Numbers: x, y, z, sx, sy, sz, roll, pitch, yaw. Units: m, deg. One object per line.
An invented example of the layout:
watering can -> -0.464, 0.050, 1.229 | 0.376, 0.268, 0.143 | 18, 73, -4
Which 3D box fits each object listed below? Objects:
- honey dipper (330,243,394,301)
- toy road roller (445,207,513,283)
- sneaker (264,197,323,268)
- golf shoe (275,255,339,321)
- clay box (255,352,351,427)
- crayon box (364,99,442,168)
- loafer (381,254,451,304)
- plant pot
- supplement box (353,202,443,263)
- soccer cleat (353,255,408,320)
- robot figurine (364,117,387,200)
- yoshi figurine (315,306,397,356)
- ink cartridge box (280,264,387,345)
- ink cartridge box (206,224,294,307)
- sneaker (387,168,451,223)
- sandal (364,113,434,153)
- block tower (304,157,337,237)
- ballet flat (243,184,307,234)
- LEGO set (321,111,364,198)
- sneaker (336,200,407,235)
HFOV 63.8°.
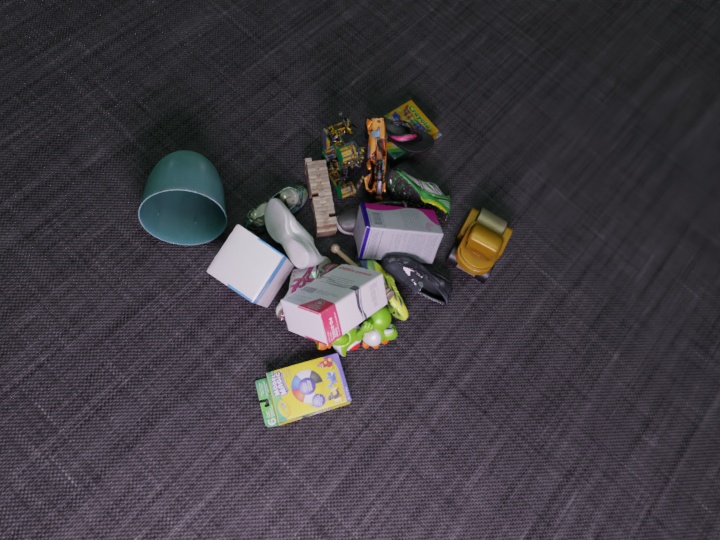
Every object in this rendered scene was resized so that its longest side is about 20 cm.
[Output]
honey dipper -> 0.000, 0.000, 1.393 | 0.038, 0.038, 0.200 | -39, 68, -21
toy road roller -> 0.314, -0.080, 1.471 | 0.122, 0.146, 0.201 | 29, 66, 4
sneaker -> -0.160, -0.089, 1.405 | 0.088, 0.075, 0.201 | -7, 59, -53
golf shoe -> -0.141, 0.040, 1.397 | 0.091, 0.073, 0.200 | 31, 57, 22
clay box -> -0.130, 0.271, 1.310 | 0.197, 0.048, 0.116 | -14, 70, -15
crayon box -> 0.127, -0.392, 1.624 | 0.199, 0.052, 0.126 | -35, 77, -21
loafer -> 0.139, 0.022, 1.422 | 0.199, 0.068, 0.071 | 26, 46, -16
plant pot -> -0.417, -0.185, 1.382 | 0.197, 0.202, 0.163 | -1, 55, -9
supplement box -> 0.091, -0.092, 1.438 | 0.197, 0.104, 0.102 | 3, 41, -14
soccer cleat -> 0.062, 0.032, 1.431 | 0.083, 0.065, 0.201 | -34, 76, -22
robot figurine -> 0.041, -0.284, 1.502 | 0.057, 0.145, 0.203 | 2, 91, 3
yoshi figurine -> -0.009, 0.127, 1.359 | 0.197, 0.112, 0.114 | -3, 61, -13
ink cartridge box -> -0.057, 0.071, 1.312 | 0.144, 0.085, 0.199 | 13, 34, 44
ink cartridge box -> -0.245, -0.003, 1.336 | 0.128, 0.200, 0.126 | 32, 84, 6
sneaker -> 0.155, -0.207, 1.537 | 0.199, 0.078, 0.086 | 34, 53, -16
sandal -> 0.105, -0.374, 1.561 | 0.198, 0.045, 0.076 | 22, 66, 1
block tower -> -0.103, -0.191, 1.496 | 0.057, 0.054, 0.203 | -9, 74, -13
ballet flat -> -0.210, -0.163, 1.467 | 0.074, 0.074, 0.200 | 44, 68, 10
LEGO set -> -0.024, -0.296, 1.496 | 0.115, 0.201, 0.154 | -23, 52, -17
sneaker -> 0.032, -0.150, 1.491 | 0.197, 0.082, 0.078 | -13, 70, -14
